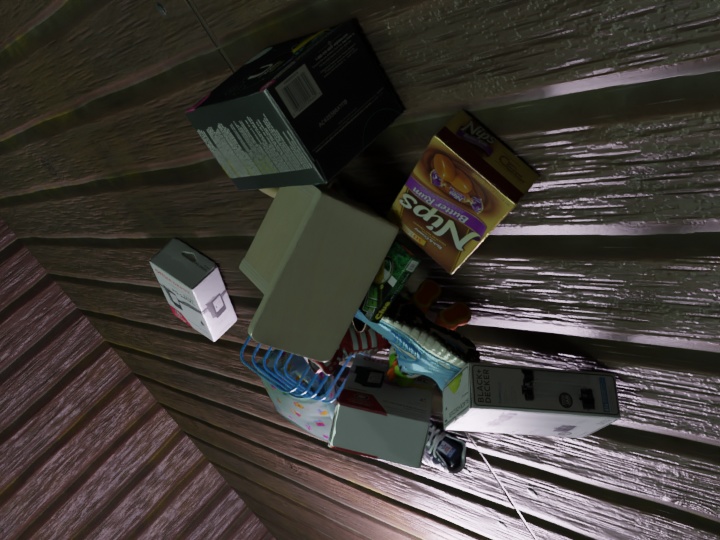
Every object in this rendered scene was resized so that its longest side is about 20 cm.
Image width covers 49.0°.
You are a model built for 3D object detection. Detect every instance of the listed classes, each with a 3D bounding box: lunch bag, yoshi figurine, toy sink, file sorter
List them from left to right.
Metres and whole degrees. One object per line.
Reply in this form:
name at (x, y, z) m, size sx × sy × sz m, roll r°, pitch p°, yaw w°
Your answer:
file sorter at (-0.104, 0.153, 1.419) m, size 0.139 × 0.123 × 0.200 m, roll 31°, pitch 177°, yaw 24°
toy sink at (-0.067, -0.005, 1.010) m, size 0.130 × 0.201 × 0.112 m, roll 21°, pitch -171°, yaw -35°
lunch bag at (-0.107, 0.262, 1.668) m, size 0.200 × 0.122 × 0.171 m, roll 28°, pitch 149°, yaw 41°
yoshi figurine at (0.101, 0.099, 1.203) m, size 0.112 × 0.113 × 0.200 m, roll 7°, pitch 139°, yaw -14°

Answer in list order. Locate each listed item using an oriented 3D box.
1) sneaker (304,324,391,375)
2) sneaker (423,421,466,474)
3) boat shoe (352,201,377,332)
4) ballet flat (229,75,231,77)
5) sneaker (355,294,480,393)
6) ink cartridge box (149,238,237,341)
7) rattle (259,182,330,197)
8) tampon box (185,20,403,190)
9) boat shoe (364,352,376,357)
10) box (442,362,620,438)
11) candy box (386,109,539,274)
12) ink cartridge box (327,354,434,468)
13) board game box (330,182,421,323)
sneaker at (-0.014, 0.124, 1.272) m, size 0.199 × 0.113 × 0.071 m, roll 21°, pitch 176°, yaw -26°
sneaker at (0.121, 0.302, 1.456) m, size 0.200 × 0.070 × 0.108 m, roll 50°, pitch 159°, yaw -26°
boat shoe at (0.000, 0.000, 1.155) m, size 0.072 × 0.072 × 0.201 m, roll 17°, pitch 126°, yaw 33°
ballet flat at (-0.145, -0.202, 1.150) m, size 0.067 × 0.046 × 0.200 m, roll 0°, pitch 140°, yaw 26°
sneaker at (0.061, 0.103, 1.087) m, size 0.200 × 0.078 × 0.090 m, roll 34°, pitch 116°, yaw 12°
ink cartridge box at (-0.372, 0.045, 1.766) m, size 0.145 × 0.083 × 0.200 m, roll 29°, pitch 150°, yaw 28°
rattle at (-0.149, -0.127, 1.097) m, size 0.200 × 0.143 × 0.130 m, roll 29°, pitch 161°, yaw -22°
tampon box at (-0.083, -0.192, 0.947) m, size 0.200 × 0.150 × 0.126 m, roll 4°, pitch 134°, yaw 52°
boat shoe at (-0.042, 0.075, 1.362) m, size 0.200 × 0.069 × 0.071 m, roll 35°, pitch 152°, yaw 18°
box at (0.217, 0.171, 1.024) m, size 0.199 × 0.060 × 0.117 m, roll 5°, pitch 154°, yaw -9°
candy box at (0.113, -0.085, 0.933) m, size 0.117 × 0.056 × 0.200 m, roll 41°, pitch 155°, yaw 5°
ink cartridge box at (0.039, 0.218, 1.266) m, size 0.145 × 0.200 × 0.083 m, roll 12°, pitch 107°, yaw 4°
board game box at (-0.008, -0.028, 1.079) m, size 0.023 × 0.105 × 0.200 m, roll 21°, pitch -162°, yaw -47°
